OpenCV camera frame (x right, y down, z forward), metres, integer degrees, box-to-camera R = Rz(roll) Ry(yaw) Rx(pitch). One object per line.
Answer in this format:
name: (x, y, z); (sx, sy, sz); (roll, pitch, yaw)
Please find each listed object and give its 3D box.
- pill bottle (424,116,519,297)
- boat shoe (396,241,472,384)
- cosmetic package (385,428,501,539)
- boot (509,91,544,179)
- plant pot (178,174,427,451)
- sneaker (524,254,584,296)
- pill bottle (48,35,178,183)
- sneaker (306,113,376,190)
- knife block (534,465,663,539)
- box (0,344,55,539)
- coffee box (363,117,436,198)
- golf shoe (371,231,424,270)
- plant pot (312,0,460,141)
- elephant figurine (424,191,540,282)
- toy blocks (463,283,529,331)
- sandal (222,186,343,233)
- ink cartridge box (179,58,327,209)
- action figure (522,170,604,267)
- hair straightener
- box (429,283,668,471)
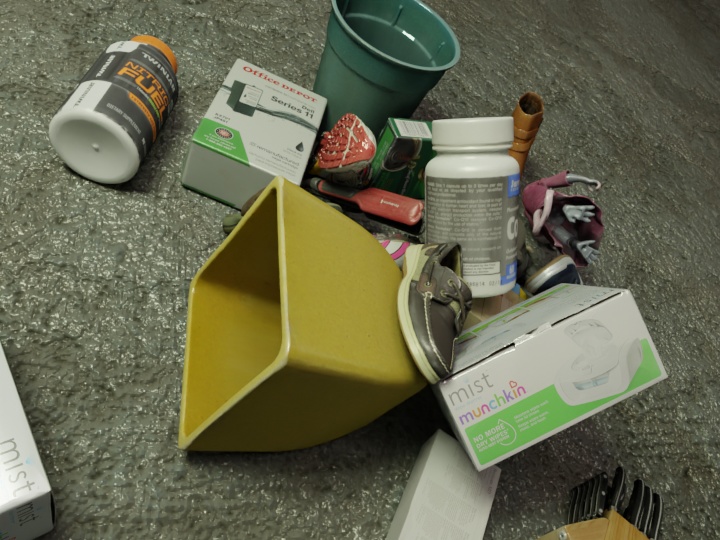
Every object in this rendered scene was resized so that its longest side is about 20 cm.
pill bottle: (0.133, -0.079, 0.723); (0.112, 0.203, 0.114); (-2, 15, 1)
boat shoe: (0.077, 0.026, 0.595); (0.074, 0.064, 0.201); (56, 21, -29)
cosmetic package: (0.071, 0.265, 0.592); (0.082, 0.051, 0.201); (31, 46, 2)
boot: (0.247, -0.179, 0.964); (0.076, 0.156, 0.201); (23, 46, 3)
plant pot: (-0.045, 0.068, 0.603); (0.199, 0.195, 0.196); (21, 45, -33)
sneaker: (0.288, 0.051, 0.812); (0.109, 0.070, 0.200); (59, 14, 24)
pill bottle: (-0.291, -0.210, 0.745); (0.105, 0.107, 0.202); (19, 48, -13)
sneaker: (-0.011, -0.152, 0.804); (0.081, 0.200, 0.079); (25, 90, -16)
knife block: (0.283, 0.322, 0.649); (0.173, 0.064, 0.202); (3, 53, -25)
box: (-0.347, 0.127, 0.442); (0.175, 0.097, 0.201); (-17, 62, -34)
coffee box: (0.107, -0.163, 0.907); (0.198, 0.123, 0.044); (-2, 53, -31)
golf shoe: (0.000, 0.000, 0.765); (0.198, 0.072, 0.093); (-4, 80, -28)
plant pot: (0.016, -0.287, 0.905); (0.198, 0.197, 0.202); (15, 48, -17)
elephant figurine: (0.187, -0.040, 0.857); (0.154, 0.142, 0.202); (-25, 83, -9)
toy blocks: (0.194, 0.069, 0.799); (0.199, 0.100, 0.137); (32, 34, -2)
sandal: (-0.099, -0.068, 0.680); (0.079, 0.200, 0.058); (1, 93, -41)
ink cartridge box: (-0.137, -0.179, 0.816); (0.145, 0.083, 0.201); (21, 47, -12)
action figure: (0.286, -0.085, 0.921); (0.147, 0.135, 0.201); (8, 27, -17)
hair straightener: (0.000, -0.082, 0.805); (0.198, 0.077, 0.041); (14, 75, 25)
box: (0.172, 0.096, 0.627); (0.198, 0.176, 0.098); (-26, 92, -2)
